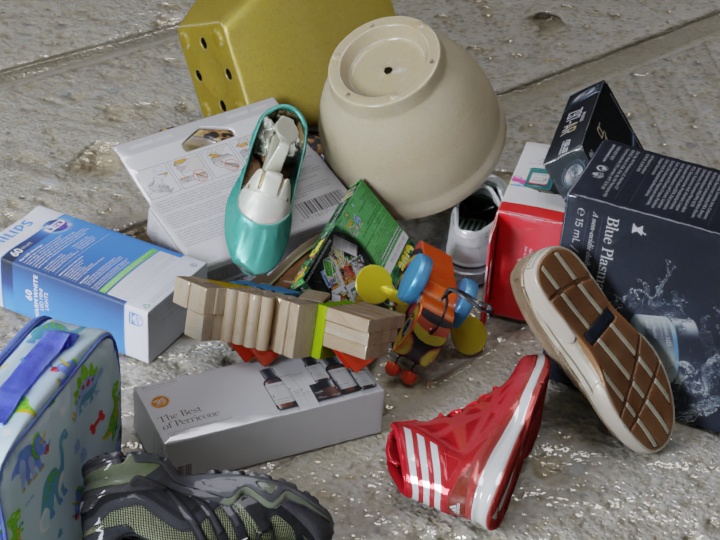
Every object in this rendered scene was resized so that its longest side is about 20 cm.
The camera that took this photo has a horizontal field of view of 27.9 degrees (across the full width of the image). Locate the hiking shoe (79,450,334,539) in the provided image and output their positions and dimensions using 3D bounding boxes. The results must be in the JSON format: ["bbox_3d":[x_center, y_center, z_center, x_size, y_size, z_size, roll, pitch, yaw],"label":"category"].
[{"bbox_3d":[-0.117,0.201,1.084,0.198,0.076,0.102,13,68,-16],"label":"hiking shoe"}]

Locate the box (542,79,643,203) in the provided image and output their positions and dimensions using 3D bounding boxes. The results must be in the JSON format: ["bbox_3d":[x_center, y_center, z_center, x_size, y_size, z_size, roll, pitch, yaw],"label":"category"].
[{"bbox_3d":[0.258,-0.066,1.429,0.043,0.201,0.161,-23,19,29],"label":"box"}]

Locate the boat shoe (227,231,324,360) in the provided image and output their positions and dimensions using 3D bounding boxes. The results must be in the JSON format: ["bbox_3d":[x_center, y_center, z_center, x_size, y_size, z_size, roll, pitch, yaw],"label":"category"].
[{"bbox_3d":[-0.065,0.029,1.360,0.068,0.072,0.200,45,40,4],"label":"boat shoe"}]

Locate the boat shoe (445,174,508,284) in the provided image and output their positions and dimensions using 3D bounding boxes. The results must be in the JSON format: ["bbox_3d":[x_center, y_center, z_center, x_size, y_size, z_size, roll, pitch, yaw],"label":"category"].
[{"bbox_3d":[0.131,-0.061,1.515,0.073,0.067,0.201,7,32,5],"label":"boat shoe"}]

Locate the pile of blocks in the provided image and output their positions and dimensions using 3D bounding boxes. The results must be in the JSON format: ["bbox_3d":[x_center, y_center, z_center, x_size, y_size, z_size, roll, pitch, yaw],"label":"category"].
[{"bbox_3d":[-0.064,0.051,1.240,0.198,0.063,0.082,11,10,9],"label":"pile of blocks"}]

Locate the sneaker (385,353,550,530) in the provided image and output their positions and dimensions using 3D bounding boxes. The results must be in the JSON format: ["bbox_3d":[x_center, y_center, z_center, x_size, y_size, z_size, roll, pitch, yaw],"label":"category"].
[{"bbox_3d":[0.087,0.123,1.212,0.114,0.079,0.200,14,32,14],"label":"sneaker"}]

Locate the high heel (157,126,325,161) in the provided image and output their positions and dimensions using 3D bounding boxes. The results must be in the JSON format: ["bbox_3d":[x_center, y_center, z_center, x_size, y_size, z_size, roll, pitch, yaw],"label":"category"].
[{"bbox_3d":[-0.114,-0.135,1.593,0.198,0.072,0.143,24,40,0],"label":"high heel"}]

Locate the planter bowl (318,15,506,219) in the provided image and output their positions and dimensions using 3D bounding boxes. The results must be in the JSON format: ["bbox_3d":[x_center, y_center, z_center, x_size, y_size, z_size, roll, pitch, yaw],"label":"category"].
[{"bbox_3d":[0.041,-0.173,1.488,0.198,0.135,0.202,-10,53,13],"label":"planter bowl"}]

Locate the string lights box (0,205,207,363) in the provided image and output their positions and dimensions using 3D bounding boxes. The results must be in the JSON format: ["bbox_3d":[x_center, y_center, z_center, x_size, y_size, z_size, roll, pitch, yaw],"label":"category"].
[{"bbox_3d":[-0.254,0.009,1.370,0.198,0.060,0.103,18,35,22],"label":"string lights box"}]

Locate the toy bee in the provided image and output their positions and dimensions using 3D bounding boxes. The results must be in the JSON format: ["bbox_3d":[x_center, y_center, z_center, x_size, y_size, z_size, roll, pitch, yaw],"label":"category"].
[{"bbox_3d":[0.050,0.041,1.321,0.130,0.109,0.200,32,9,9],"label":"toy bee"}]

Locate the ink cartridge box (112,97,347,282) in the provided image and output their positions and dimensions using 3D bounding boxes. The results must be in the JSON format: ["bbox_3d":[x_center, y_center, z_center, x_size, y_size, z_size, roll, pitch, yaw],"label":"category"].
[{"bbox_3d":[-0.128,-0.080,1.475,0.198,0.045,0.177,-21,57,-28],"label":"ink cartridge box"}]

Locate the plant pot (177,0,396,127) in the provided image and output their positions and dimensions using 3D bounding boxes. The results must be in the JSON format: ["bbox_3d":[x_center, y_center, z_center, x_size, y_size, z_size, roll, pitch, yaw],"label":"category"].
[{"bbox_3d":[-0.089,-0.253,1.645,0.199,0.196,0.195,-25,19,-28],"label":"plant pot"}]

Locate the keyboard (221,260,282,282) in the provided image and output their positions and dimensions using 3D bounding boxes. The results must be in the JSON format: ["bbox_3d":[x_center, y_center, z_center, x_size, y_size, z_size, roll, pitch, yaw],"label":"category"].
[{"bbox_3d":[-0.096,0.005,1.439,0.198,0.011,0.056,10,33,11],"label":"keyboard"}]

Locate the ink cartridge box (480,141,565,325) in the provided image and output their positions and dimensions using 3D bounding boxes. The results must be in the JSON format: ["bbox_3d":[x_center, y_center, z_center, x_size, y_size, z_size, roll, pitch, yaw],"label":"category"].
[{"bbox_3d":[0.170,-0.030,1.424,0.066,0.117,0.200,10,33,12],"label":"ink cartridge box"}]

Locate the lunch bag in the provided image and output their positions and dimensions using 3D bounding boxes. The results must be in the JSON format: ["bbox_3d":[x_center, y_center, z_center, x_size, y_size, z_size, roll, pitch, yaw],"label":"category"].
[{"bbox_3d":[-0.245,0.137,1.072,0.081,0.162,0.200,11,34,12],"label":"lunch bag"}]

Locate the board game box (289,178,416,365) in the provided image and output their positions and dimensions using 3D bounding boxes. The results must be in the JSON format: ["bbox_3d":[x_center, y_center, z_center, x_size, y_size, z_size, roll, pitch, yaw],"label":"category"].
[{"bbox_3d":[0.000,0.000,1.386,0.105,0.023,0.200,49,32,-13],"label":"board game box"}]

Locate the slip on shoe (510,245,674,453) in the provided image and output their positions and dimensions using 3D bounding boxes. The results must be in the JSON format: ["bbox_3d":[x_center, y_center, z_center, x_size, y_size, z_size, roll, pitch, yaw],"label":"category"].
[{"bbox_3d":[0.197,0.071,1.248,0.076,0.201,0.060,-43,10,-28],"label":"slip on shoe"}]

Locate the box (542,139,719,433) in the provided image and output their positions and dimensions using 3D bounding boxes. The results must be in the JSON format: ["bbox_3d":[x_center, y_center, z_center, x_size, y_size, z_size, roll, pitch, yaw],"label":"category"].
[{"bbox_3d":[0.278,0.016,1.288,0.198,0.199,0.118,16,35,19],"label":"box"}]

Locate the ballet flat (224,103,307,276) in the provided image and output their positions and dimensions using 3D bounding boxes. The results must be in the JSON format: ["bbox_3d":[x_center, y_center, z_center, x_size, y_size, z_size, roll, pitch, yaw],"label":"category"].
[{"bbox_3d":[-0.091,-0.089,1.415,0.067,0.071,0.202,14,49,-6],"label":"ballet flat"}]

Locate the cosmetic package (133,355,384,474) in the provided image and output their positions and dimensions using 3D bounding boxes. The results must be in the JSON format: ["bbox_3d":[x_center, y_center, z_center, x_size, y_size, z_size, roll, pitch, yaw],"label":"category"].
[{"bbox_3d":[-0.086,0.117,1.227,0.198,0.051,0.083,-12,35,-24],"label":"cosmetic package"}]
